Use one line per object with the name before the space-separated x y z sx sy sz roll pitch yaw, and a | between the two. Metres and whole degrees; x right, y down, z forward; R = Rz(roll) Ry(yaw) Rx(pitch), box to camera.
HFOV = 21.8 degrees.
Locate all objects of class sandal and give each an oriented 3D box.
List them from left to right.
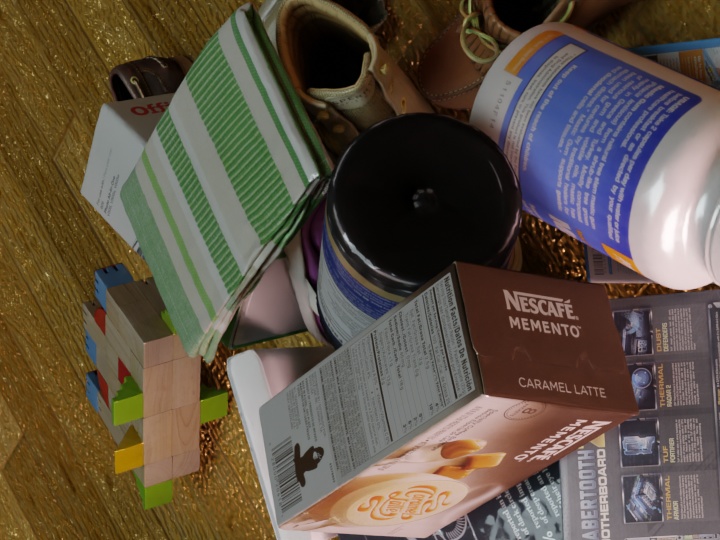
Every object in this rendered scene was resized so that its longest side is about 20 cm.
sandal | -0.005 0.006 1.250 0.050 0.083 0.203 35 168 31

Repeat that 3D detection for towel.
towel | -0.090 -0.055 1.213 0.200 0.023 0.153 -54 53 42

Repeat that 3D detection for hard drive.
hard drive | -0.034 0.119 1.301 0.026 0.200 0.133 -19 84 13

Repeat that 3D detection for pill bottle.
pill bottle | 0.030 0.000 1.117 0.112 0.111 0.200 60 165 19
pill bottle | 0.165 -0.057 1.055 0.199 0.111 0.113 33 122 40

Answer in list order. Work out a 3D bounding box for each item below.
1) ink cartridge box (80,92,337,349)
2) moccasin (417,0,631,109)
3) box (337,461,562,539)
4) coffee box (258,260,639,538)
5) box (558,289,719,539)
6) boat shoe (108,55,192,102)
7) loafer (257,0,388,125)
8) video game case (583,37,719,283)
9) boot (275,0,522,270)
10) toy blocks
ink cartridge box | -0.086 -0.045 1.343 0.200 0.145 0.085 43 129 33
moccasin | 0.099 -0.159 1.149 0.201 0.077 0.074 -26 64 49
box | 0.089 0.144 1.193 0.199 0.104 0.149 -35 72 32
coffee box | 0.045 0.079 1.056 0.200 0.114 0.080 -37 55 44
box | 0.191 0.113 1.054 0.156 0.051 0.202 -6 78 15
boat shoe | -0.151 -0.068 1.471 0.070 0.070 0.202 -17 88 48
loafer | -0.027 -0.173 1.298 0.067 0.075 0.201 47 131 38
video game case | 0.206 -0.064 1.106 0.199 0.018 0.145 0 99 49
boot | 0.023 -0.080 1.206 0.072 0.155 0.201 -33 65 6
toy blocks | -0.181 0.072 1.527 0.137 0.099 0.202 49 145 43
